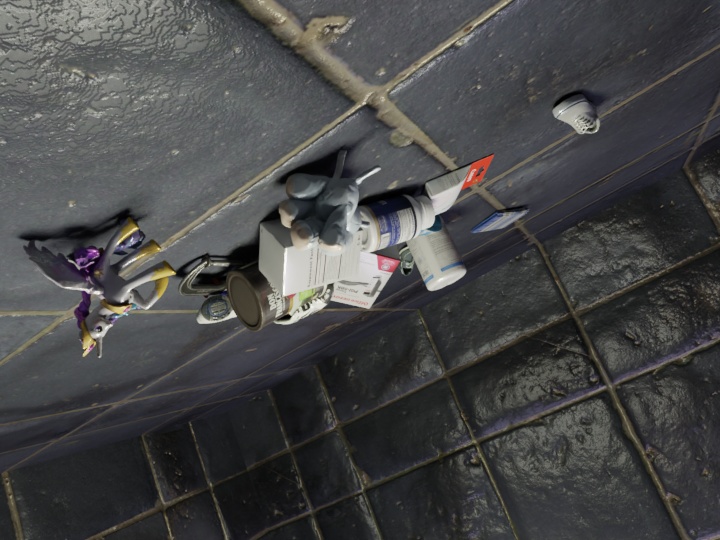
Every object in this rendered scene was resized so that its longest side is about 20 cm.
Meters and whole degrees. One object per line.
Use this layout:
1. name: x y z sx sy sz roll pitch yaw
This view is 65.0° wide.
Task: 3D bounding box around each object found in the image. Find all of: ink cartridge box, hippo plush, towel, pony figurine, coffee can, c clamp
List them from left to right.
1. pony figurine: -0.422 0.013 0.927 0.200 0.194 0.167 -42 171 -5
2. c clamp: -0.319 -0.002 1.297 0.171 0.027 0.198 -47 159 26
3. coffee can: -0.197 0.033 1.338 0.198 0.148 0.146 -28 171 -38
4. hippo plush: -0.064 -0.118 1.105 0.204 0.156 0.161 -64 170 -7
5. ink cartridge box: 0.000 0.000 1.542 0.143 0.084 0.202 12 132 -22
6. ink cartridge box: 0.254 -0.215 1.486 0.195 0.058 0.163 -18 165 -6
7. towel: 0.515 -0.186 2.087 0.197 0.024 0.146 -11 163 -38

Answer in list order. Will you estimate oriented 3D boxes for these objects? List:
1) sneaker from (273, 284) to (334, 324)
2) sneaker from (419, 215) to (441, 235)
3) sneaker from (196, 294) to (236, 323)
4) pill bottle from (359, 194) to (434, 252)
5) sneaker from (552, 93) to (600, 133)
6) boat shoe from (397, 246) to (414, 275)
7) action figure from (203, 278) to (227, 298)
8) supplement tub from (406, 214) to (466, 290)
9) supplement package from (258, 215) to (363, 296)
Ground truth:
1. sneaker: -0.157 0.091 1.522 0.199 0.075 0.088 -37 171 21
2. sneaker: 0.142 -0.127 1.578 0.196 0.078 0.080 -7 166 -32
3. sneaker: -0.322 0.085 1.408 0.197 0.076 0.086 -10 171 -44
4. pill bottle: 0.083 -0.123 1.391 0.196 0.113 0.111 -18 165 -27
5. sneaker: 0.525 -0.366 1.344 0.197 0.072 0.073 -11 161 -45
6. boat shoe: 0.170 -0.038 1.951 0.071 0.063 0.200 -21 166 -13
7. action figure: -0.332 0.056 1.473 0.065 0.052 0.199 -33 166 15
8. supplement tub: 0.218 -0.057 1.674 0.129 0.204 0.132 -21 166 -5
9. supplement package: -0.110 -0.044 1.238 0.196 0.121 0.122 -14 127 -33
